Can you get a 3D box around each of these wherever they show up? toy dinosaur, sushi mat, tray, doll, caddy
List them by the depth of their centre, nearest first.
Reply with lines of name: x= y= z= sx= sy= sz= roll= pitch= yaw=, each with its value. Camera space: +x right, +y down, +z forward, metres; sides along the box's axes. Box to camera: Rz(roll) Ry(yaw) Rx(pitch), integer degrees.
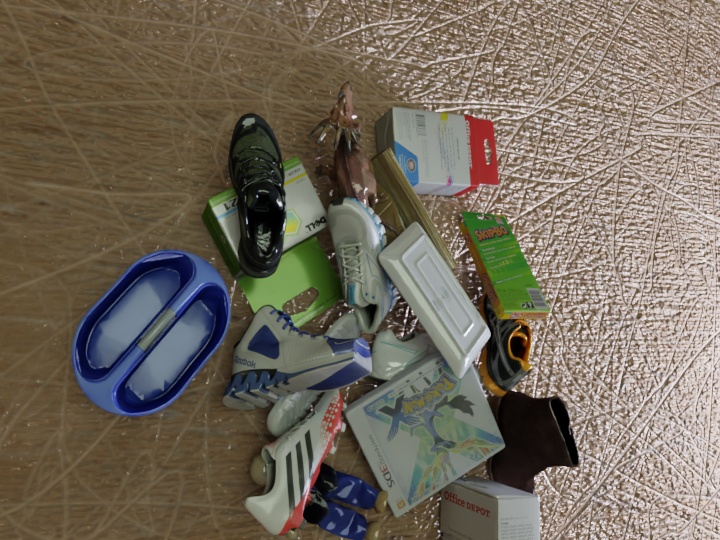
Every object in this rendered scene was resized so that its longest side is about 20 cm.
caddy: x=-0.247 y=0.073 z=0.657 sx=0.141 sy=0.104 sz=0.202 roll=43 pitch=67 yaw=-13
doll: x=-0.059 y=0.294 z=0.740 sx=0.195 sy=0.048 sz=0.141 roll=26 pitch=69 yaw=-14
toy dinosaur: x=-0.013 y=-0.138 z=0.756 sx=0.083 sy=0.136 sz=0.205 roll=-22 pitch=73 yaw=-5
tray: x=0.111 y=0.035 z=0.757 sx=0.107 sy=0.022 sz=0.203 roll=-39 pitch=96 yaw=-40
sushi mat: x=0.070 y=-0.084 z=0.832 sx=0.012 sy=0.095 sz=0.204 roll=-34 pitch=96 yaw=-24

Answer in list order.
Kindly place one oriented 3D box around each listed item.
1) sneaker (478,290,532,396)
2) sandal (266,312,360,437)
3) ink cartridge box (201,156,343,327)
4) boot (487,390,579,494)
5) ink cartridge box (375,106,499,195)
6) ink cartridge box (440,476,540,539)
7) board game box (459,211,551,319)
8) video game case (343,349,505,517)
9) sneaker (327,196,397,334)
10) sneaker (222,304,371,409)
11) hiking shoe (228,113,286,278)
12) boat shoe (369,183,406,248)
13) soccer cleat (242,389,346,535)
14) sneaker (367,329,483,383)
sneaker: x=0.238 y=0.097 z=0.868 sx=0.077 sy=0.077 sz=0.205 roll=26 pitch=49 yaw=-21
sandal: x=-0.069 y=0.131 z=0.757 sx=0.049 sy=0.084 sz=0.204 roll=24 pitch=59 yaw=27
ink cartridge box: x=-0.106 y=-0.027 z=0.754 sx=0.145 sy=0.075 sz=0.205 roll=-30 pitch=93 yaw=-25
boot: x=0.259 y=0.285 z=0.820 sx=0.070 sy=0.165 sz=0.208 roll=-13 pitch=87 yaw=-24
ink cartridge box: x=0.126 y=-0.188 z=0.890 sx=0.193 sy=0.067 sz=0.121 roll=0 pitch=82 yaw=-24
ink cartridge box: x=0.181 y=0.413 z=0.775 sx=0.080 sy=0.146 sz=0.209 roll=7 pitch=80 yaw=-23
board game box: x=0.229 y=-0.013 z=0.889 sx=0.092 sy=0.030 sz=0.206 roll=2 pitch=54 yaw=-24
video game case: x=0.096 y=0.228 z=0.786 sx=0.195 sy=0.022 sz=0.187 roll=-28 pitch=105 yaw=-8
sneaker: x=0.000 y=0.000 z=0.742 sx=0.205 sy=0.072 sz=0.088 roll=68 pitch=31 yaw=-31
sneaker: x=-0.088 y=0.094 z=0.690 sx=0.192 sy=0.081 sz=0.119 roll=-16 pitch=61 yaw=14
hiking shoe: x=-0.116 y=-0.099 z=0.665 sx=0.073 sy=0.100 sz=0.209 roll=-4 pitch=83 yaw=-24
boat shoe: x=0.040 y=-0.046 z=0.832 sx=0.069 sy=0.070 sz=0.204 roll=-29 pitch=75 yaw=-5
soccer cleat: x=-0.079 y=0.226 z=0.697 sx=0.084 sy=0.069 sz=0.204 roll=33 pitch=51 yaw=-10
sneaker: x=0.105 y=0.136 z=0.828 sx=0.193 sy=0.070 sz=0.084 roll=12 pitch=74 yaw=-21
